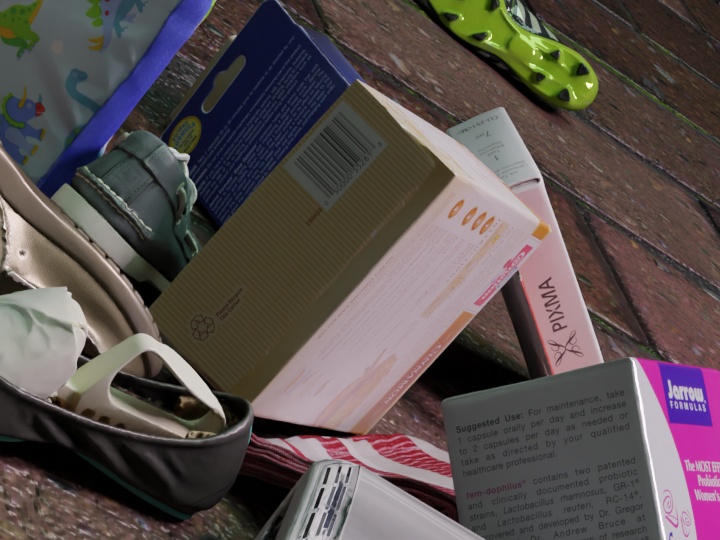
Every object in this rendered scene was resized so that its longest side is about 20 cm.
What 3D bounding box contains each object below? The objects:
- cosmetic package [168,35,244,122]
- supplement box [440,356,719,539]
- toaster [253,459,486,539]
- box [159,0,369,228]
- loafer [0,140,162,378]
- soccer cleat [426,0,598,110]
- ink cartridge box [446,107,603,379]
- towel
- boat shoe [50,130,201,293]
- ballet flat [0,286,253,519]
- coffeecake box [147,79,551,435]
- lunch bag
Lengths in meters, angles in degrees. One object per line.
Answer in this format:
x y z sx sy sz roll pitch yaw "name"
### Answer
-0.018 -0.045 1.556 0.105 0.071 0.200 17 29 -53 "cosmetic package"
0.114 0.147 1.150 0.101 0.103 0.201 8 69 -59 "supplement box"
0.003 0.163 1.028 0.129 0.114 0.200 34 20 -4 "toaster"
-0.028 -0.051 1.469 0.032 0.121 0.200 15 30 -52 "box"
-0.168 -0.011 1.180 0.200 0.068 0.076 49 -7 -27 "loafer"
0.128 -0.212 2.301 0.200 0.068 0.081 42 0 3 "soccer cleat"
0.115 0.028 1.533 0.174 0.043 0.201 -114 -178 -56 "ink cartridge box"
0.037 0.104 1.272 0.143 0.023 0.200 14 3 30 "towel"
-0.102 -0.030 1.304 0.073 0.062 0.200 43 0 8 "boat shoe"
-0.127 0.045 1.117 0.199 0.068 0.068 25 23 -39 "ballet flat"
0.000 0.000 1.292 0.073 0.154 0.200 44 7 17 "coffeecake box"
-0.153 -0.135 1.339 0.127 0.170 0.200 26 21 -35 "lunch bag"
